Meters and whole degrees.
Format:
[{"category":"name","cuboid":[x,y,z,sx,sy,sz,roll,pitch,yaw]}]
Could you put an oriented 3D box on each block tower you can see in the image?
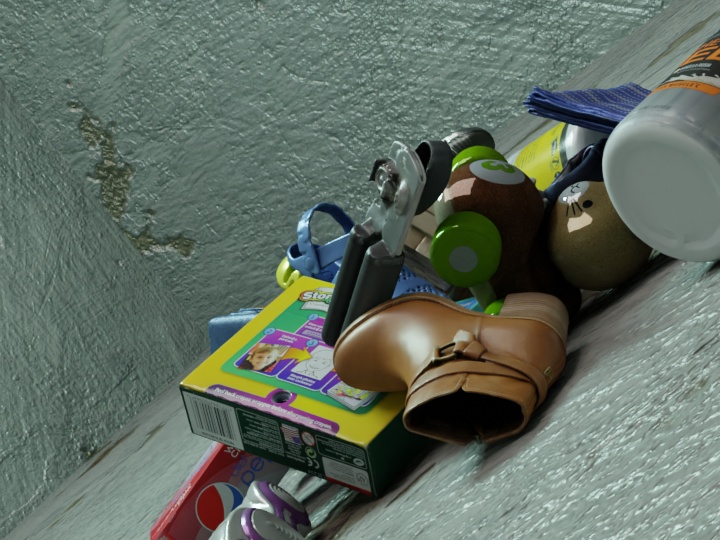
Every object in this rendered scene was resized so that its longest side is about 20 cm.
[{"category":"block tower","cuboid":[0.077,-0.009,1.689,0.054,0.058,0.200,-53,-26,-11]}]

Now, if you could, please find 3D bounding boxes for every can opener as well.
[{"category":"can opener","cuboid":[0.026,-0.013,1.394,0.066,0.053,0.201,-6,-49,-29]}]

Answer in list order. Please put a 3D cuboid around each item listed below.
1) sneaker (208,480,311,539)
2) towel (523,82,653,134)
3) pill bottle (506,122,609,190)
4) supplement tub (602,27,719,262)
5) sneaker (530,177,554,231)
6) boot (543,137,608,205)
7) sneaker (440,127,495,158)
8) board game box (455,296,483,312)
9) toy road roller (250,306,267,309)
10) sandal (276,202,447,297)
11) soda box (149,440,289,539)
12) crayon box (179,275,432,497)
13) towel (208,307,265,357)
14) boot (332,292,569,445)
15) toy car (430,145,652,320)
[{"category":"sneaker","cuboid":[-0.084,0.224,1.348,0.100,0.075,0.200,-52,-1,5]},{"category":"towel","cuboid":[0.248,-0.138,1.548,0.199,0.144,0.024,-12,-63,-53]},{"category":"pill bottle","cuboid":[0.191,-0.074,1.707,0.112,0.113,0.200,-42,5,-37]},{"category":"supplement tub","cuboid":[0.274,-0.106,1.294,0.200,0.123,0.122,-42,6,-35]},{"category":"sneaker","cuboid":[0.151,-0.026,1.612,0.091,0.076,0.200,-25,-20,10]},{"category":"boot","cuboid":[0.245,-0.091,1.577,0.200,0.091,0.073,-43,6,-39]},{"category":"sneaker","cuboid":[0.069,-0.051,1.768,0.200,0.066,0.091,-47,33,11]},{"category":"board game box","cuboid":[0.036,0.103,1.621,0.200,0.045,0.152,-40,5,-16]},{"category":"toy road roller","cuboid":[-0.060,0.084,1.949,0.200,0.146,0.123,-39,5,0]},{"category":"sandal","cuboid":[0.000,0.000,1.610,0.199,0.088,0.079,24,28,37]},{"category":"soda box","cuboid":[-0.108,0.178,1.596,0.201,0.063,0.070,-54,9,3]},{"category":"crayon box","cuboid":[-0.019,0.090,1.477,0.199,0.059,0.172,15,40,36]},{"category":"towel","cuboid":[-0.066,0.095,1.802,0.199,0.113,0.048,0,4,39]},{"category":"boot","cuboid":[0.053,0.083,1.313,0.198,0.077,0.155,-5,25,20]},{"category":"toy car","cuboid":[0.172,-0.041,1.420,0.199,0.158,0.165,-25,20,19]}]
